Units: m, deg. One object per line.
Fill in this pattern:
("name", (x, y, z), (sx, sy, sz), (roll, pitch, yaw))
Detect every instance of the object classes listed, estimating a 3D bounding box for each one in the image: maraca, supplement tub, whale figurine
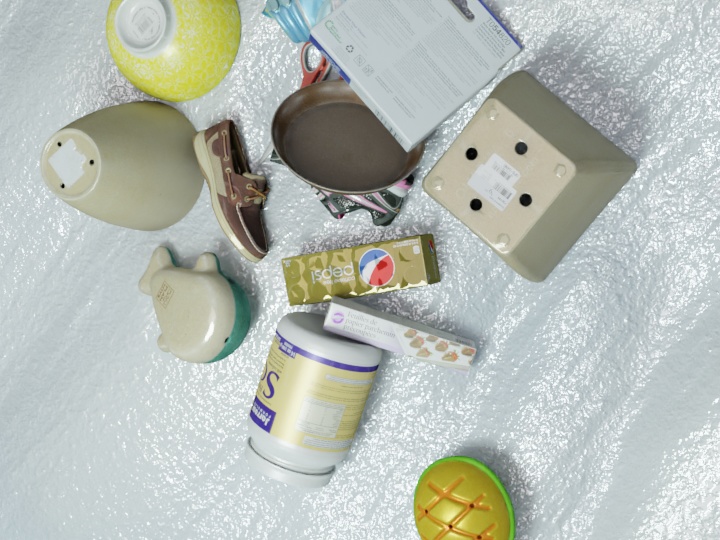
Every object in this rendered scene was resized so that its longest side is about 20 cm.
("maraca", (0.138, 0.337, 1.553), (0.137, 0.107, 0.201), (-14, 89, 28))
("supplement tub", (-0.066, 0.170, 1.594), (0.145, 0.145, 0.201), (22, 101, 17))
("whale figurine", (-0.230, 0.046, 1.684), (0.200, 0.104, 0.159), (38, 106, 39))

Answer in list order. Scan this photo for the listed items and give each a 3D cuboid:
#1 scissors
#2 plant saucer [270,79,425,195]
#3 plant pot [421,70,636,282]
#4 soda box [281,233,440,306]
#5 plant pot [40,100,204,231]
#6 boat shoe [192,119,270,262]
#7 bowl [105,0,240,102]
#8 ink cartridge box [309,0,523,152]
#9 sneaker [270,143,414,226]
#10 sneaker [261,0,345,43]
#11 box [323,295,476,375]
("scissors", (-0.077, -0.220, 1.638), (0.073, 0.014, 0.201), (27, 101, 15))
("plant saucer", (-0.017, -0.166, 1.553), (0.200, 0.200, 0.032), (30, 143, 15))
("plant pot", (0.189, -0.115, 1.465), (0.200, 0.177, 0.200), (42, 105, 12))
("soda box", (0.000, 0.000, 1.601), (0.199, 0.064, 0.068), (-9, 91, 21))
("plant pot", (-0.341, -0.143, 1.641), (0.187, 0.200, 0.188), (2, 95, 20))
("boat shoe", (-0.162, -0.111, 1.650), (0.072, 0.072, 0.201), (-25, 79, 21))
("bowl", (-0.276, -0.334, 1.653), (0.199, 0.108, 0.201), (2, 95, 20))
("ink cartridge box", (0.071, -0.288, 1.536), (0.200, 0.041, 0.200), (-40, 88, -10))
("sneaker", (-0.035, -0.114, 1.598), (0.199, 0.080, 0.087), (21, 102, 18))
("sneaker", (-0.078, -0.396, 1.592), (0.130, 0.080, 0.201), (-10, 90, 19))
("box", (0.051, 0.084, 1.568), (0.199, 0.041, 0.039), (18, 102, -3))
